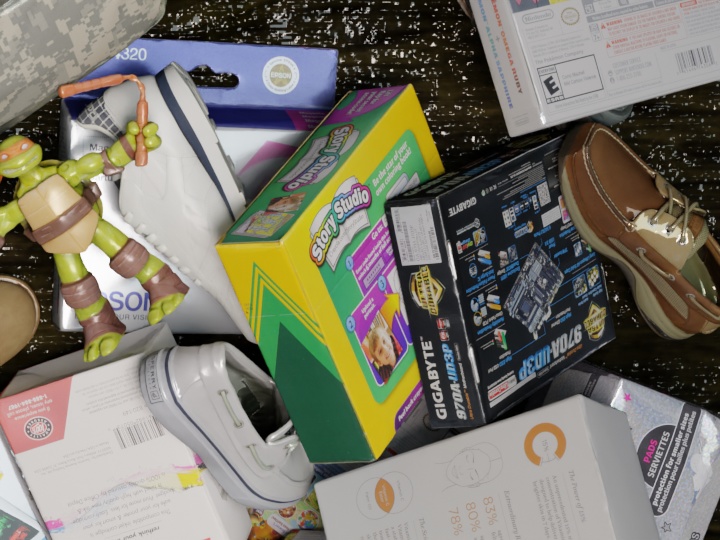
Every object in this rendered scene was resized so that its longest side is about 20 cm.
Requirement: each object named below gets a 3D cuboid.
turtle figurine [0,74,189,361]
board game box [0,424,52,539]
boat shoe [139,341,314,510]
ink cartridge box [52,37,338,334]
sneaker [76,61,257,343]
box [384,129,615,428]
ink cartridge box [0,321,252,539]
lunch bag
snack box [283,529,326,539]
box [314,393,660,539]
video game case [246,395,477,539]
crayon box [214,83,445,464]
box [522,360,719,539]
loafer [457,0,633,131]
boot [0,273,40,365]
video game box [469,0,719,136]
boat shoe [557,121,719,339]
[{"bbox_3d":[-0.195,-0.024,1.451,0.200,0.064,0.161,-34,106,-2],"label":"turtle figurine"},{"bbox_3d":[-0.312,0.190,1.518,0.200,0.035,0.126,-26,104,-13],"label":"board game box"},{"bbox_3d":[-0.069,0.105,1.498,0.067,0.200,0.074,-16,62,21],"label":"boat shoe"},{"bbox_3d":[-0.108,-0.056,1.548,0.196,0.043,0.200,1,99,-18],"label":"ink cartridge box"},{"bbox_3d":[-0.112,-0.035,1.498,0.080,0.076,0.200,-25,99,0],"label":"sneaker"},{"bbox_3d":[0.101,0.002,1.562,0.200,0.046,0.159,-28,110,-53],"label":"box"},{"bbox_3d":[-0.151,0.150,1.528,0.116,0.068,0.200,-18,104,12],"label":"ink cartridge box"},{"bbox_3d":[-0.223,-0.172,1.415,0.200,0.168,0.139,-35,92,-10],"label":"lunch bag"},{"bbox_3d":[-0.039,0.291,1.545,0.053,0.142,0.200,1,99,12],"label":"snack box"},{"bbox_3d":[0.088,0.176,1.514,0.200,0.097,0.125,-20,72,21],"label":"box"},{"bbox_3d":[-0.008,0.167,1.623,0.143,0.018,0.200,39,85,-19],"label":"video game case"},{"bbox_3d":[0.000,0.000,1.509,0.200,0.058,0.173,-52,128,-47],"label":"crayon box"},{"bbox_3d":[0.167,0.174,1.620,0.115,0.132,0.200,21,90,-20],"label":"box"},{"bbox_3d":[0.108,-0.171,1.592,0.200,0.063,0.072,48,45,-15],"label":"loafer"},{"bbox_3d":[-0.267,0.072,1.428,0.175,0.200,0.066,-28,107,-12],"label":"boot"},{"bbox_3d":[0.160,-0.201,1.563,0.200,0.047,0.182,-16,92,-35],"label":"video game box"},{"bbox_3d":[0.214,-0.031,1.615,0.200,0.074,0.076,50,52,-33],"label":"boat shoe"}]
